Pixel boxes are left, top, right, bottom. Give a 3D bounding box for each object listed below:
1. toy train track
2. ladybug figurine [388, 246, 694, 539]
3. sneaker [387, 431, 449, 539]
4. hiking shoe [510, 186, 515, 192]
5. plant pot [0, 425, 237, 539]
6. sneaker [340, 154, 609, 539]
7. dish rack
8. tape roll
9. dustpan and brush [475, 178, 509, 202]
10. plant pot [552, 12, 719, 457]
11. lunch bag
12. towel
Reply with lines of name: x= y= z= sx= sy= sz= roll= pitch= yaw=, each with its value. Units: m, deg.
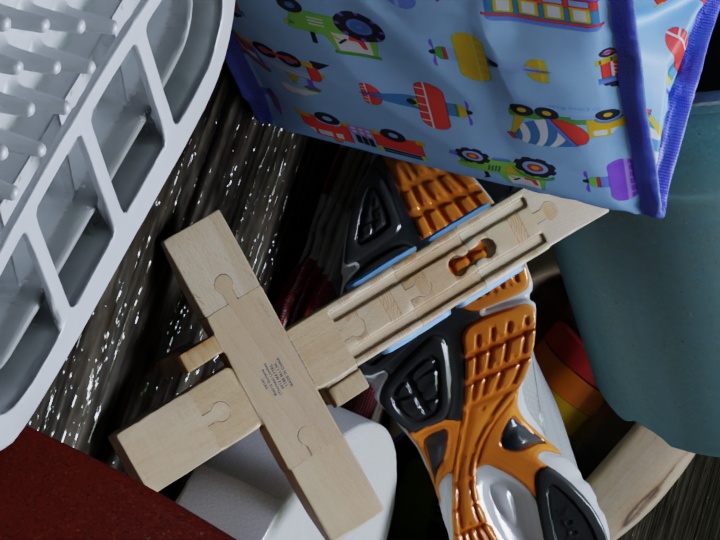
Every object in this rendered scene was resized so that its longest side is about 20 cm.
toy train track: x=-0.001 y=0.017 z=0.803 sx=0.200 sy=0.115 sz=0.033 roll=-31 pitch=-175 yaw=-23
ladybug figurine: x=0.095 y=0.059 z=1.090 sx=0.200 sy=0.136 sz=0.072 roll=-47 pitch=163 yaw=16
sneaker: x=0.023 y=0.151 z=1.025 sx=0.089 sy=0.078 sz=0.201 roll=-21 pitch=117 yaw=-59
hiking shoe: x=0.117 y=-0.072 z=1.144 sx=0.074 sy=0.086 sz=0.201 roll=-139 pitch=-115 yaw=-68
plant pot: x=-0.060 y=0.195 z=0.644 sx=0.200 sy=0.175 sz=0.201 roll=-56 pitch=155 yaw=-50
sneaker: x=0.039 y=0.038 z=0.931 sx=0.092 sy=0.075 sz=0.201 roll=-103 pitch=176 yaw=-70
dish rack: x=-0.088 y=-0.073 z=0.556 sx=0.200 sy=0.043 sz=0.172 roll=83 pitch=27 yaw=-51
tape roll: x=-0.045 y=0.141 z=0.858 sx=0.203 sy=0.037 sz=0.203 roll=-57 pitch=161 yaw=-32
dustpan and brush: x=0.066 y=-0.079 z=1.004 sx=0.140 sy=0.057 sz=0.201 roll=51 pitch=28 yaw=-56
plant pot: x=0.151 y=-0.045 z=0.923 sx=0.201 sy=0.199 sz=0.197 roll=-60 pitch=145 yaw=-44
lunch bag: x=0.022 y=-0.095 z=0.716 sx=0.200 sy=0.150 sz=0.095 roll=41 pitch=64 yaw=-73
towel: x=0.000 y=0.000 z=0.960 sx=0.144 sy=0.023 sz=0.201 roll=65 pitch=43 yaw=-67
